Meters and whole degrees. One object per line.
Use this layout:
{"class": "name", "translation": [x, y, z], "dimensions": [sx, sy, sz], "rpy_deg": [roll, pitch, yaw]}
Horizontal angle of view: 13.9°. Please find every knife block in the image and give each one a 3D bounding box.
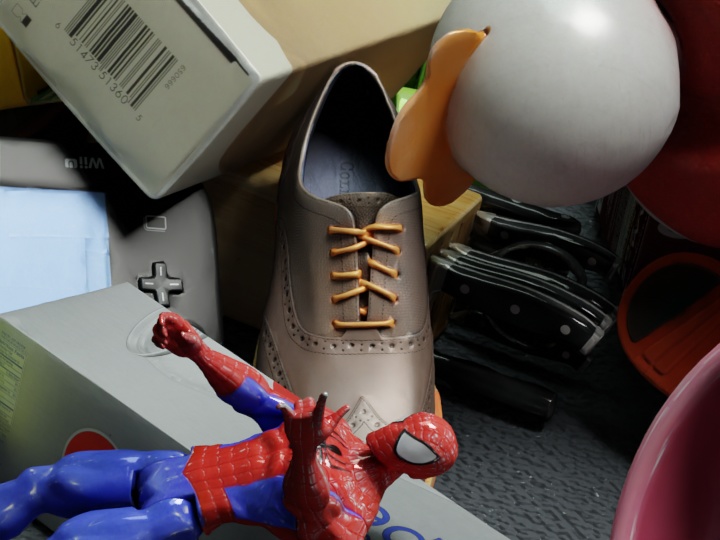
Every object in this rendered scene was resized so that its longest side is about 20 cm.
{"class": "knife block", "translation": [0.000, 0.000, 1.198], "dimensions": [0.199, 0.064, 0.176], "rpy_deg": [1, 27, -28]}

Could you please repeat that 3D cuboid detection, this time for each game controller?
{"class": "game controller", "translation": [-0.147, 0.000, 1.091], "dimensions": [0.199, 0.105, 0.042], "rpy_deg": [3, -11, -24]}

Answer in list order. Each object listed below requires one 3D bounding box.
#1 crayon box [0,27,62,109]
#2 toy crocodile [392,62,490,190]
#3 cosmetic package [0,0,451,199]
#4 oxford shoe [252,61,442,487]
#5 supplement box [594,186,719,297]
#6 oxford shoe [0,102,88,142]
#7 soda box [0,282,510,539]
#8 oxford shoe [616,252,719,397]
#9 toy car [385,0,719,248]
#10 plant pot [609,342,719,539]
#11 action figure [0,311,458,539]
{"class": "crayon box", "translation": [-0.173, -0.096, 1.219], "dimensions": [0.199, 0.052, 0.126], "rpy_deg": [-7, 14, 23]}
{"class": "toy crocodile", "translation": [0.045, -0.089, 1.419], "dimensions": [0.067, 0.062, 0.200], "rpy_deg": [11, 25, -7]}
{"class": "cosmetic package", "translation": [-0.047, -0.104, 1.173], "dimensions": [0.105, 0.071, 0.200], "rpy_deg": [48, 27, 7]}
{"class": "oxford shoe", "translation": [-0.006, 0.011, 1.095], "dimensions": [0.071, 0.073, 0.200], "rpy_deg": [-2, 53, -6]}
{"class": "supplement box", "translation": [0.166, -0.024, 1.302], "dimensions": [0.108, 0.061, 0.200], "rpy_deg": [13, 13, -3]}
{"class": "oxford shoe", "translation": [-0.157, -0.046, 1.206], "dimensions": [0.075, 0.071, 0.200], "rpy_deg": [18, 23, 17]}
{"class": "soda box", "translation": [-0.043, 0.079, 1.002], "dimensions": [0.200, 0.064, 0.068], "rpy_deg": [32, 29, 34]}
{"class": "oxford shoe", "translation": [0.184, 0.071, 1.142], "dimensions": [0.200, 0.071, 0.073], "rpy_deg": [51, 7, 31]}
{"class": "toy car", "translation": [0.093, -0.066, 1.106], "dimensions": [0.199, 0.177, 0.185], "rpy_deg": [-20, 50, -18]}
{"class": "plant pot", "translation": [0.209, 0.108, 0.951], "dimensions": [0.200, 0.200, 0.179], "rpy_deg": [33, 15, 36]}
{"class": "action figure", "translation": [-0.070, 0.056, 0.907], "dimensions": [0.199, 0.099, 0.065], "rpy_deg": [-10, 47, -1]}
